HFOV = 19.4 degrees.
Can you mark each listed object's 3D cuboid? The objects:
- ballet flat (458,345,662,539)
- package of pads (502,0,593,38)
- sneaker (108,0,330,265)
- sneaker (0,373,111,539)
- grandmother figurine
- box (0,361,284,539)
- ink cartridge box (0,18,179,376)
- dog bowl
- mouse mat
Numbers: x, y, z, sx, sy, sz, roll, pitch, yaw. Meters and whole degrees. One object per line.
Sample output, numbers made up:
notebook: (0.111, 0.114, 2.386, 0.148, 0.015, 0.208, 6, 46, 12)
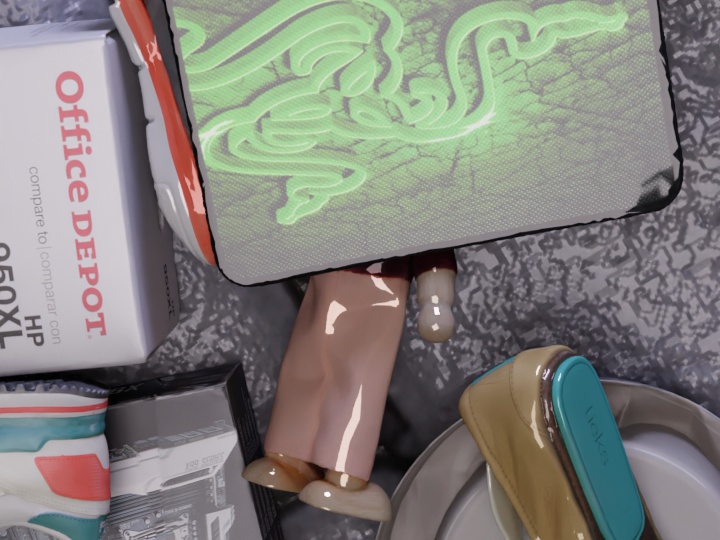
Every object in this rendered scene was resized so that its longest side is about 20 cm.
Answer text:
ballet flat: (0.100, 0.127, 0.891, 0.063, 0.069, 0.201, -18, 97, 36)
package of pads: (0.073, -0.215, 0.875, 0.154, 0.068, 0.200, -36, 95, 10)
sneaker: (-0.056, -0.107, 0.894, 0.082, 0.077, 0.201, -13, 96, 15)
sneaker: (-0.202, 0.098, 0.906, 0.199, 0.070, 0.094, -6, 92, 4)
grandmother figurine: (0.000, 0.000, 0.918, 0.121, 0.060, 0.201, 16, 92, 32)
box: (-0.110, 0.156, 0.970, 0.157, 0.050, 0.201, -11, 99, 8)
ink cartridge box: (-0.189, -0.028, 0.924, 0.199, 0.084, 0.145, -5, 101, 5)
dog bowl: (0.104, 0.139, 0.945, 0.199, 0.059, 0.201, 1, 101, 5)
mouse mat: (0.025, -0.086, 0.858, 0.199, 0.008, 0.162, -11, 101, 1)
